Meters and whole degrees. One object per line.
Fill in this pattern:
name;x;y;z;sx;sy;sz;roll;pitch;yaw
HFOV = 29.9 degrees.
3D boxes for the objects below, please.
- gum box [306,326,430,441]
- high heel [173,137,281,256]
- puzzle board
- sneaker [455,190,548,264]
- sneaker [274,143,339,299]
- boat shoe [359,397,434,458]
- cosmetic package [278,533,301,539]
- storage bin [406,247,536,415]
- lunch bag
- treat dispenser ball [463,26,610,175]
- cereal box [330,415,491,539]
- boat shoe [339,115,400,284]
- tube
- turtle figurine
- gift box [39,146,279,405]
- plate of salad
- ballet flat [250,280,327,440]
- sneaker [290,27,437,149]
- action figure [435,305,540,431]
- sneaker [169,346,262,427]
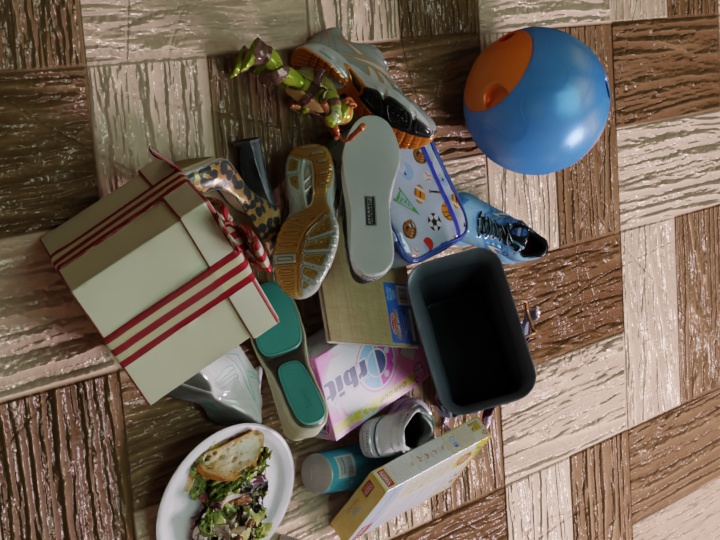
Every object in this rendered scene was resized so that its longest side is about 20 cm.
gum box;0.000;0.119;1.725;0.200;0.066;0.114;-30;114;-40
high heel;-0.165;-0.061;1.535;0.200;0.071;0.143;-27;111;-47
puzzle board;0.000;0.000;1.692;0.150;0.017;0.201;7;65;-41
sneaker;0.193;-0.061;1.890;0.200;0.090;0.079;18;81;-44
sneaker;-0.054;-0.048;1.602;0.088;0.075;0.201;71;23;-61
boat shoe;0.066;0.212;1.759;0.200;0.066;0.074;-18;104;-66
cosmetic package;-0.045;0.421;1.720;0.200;0.051;0.083;45;64;-38
storage bin;0.149;0.087;1.733;0.134;0.145;0.201;77;-3;-75
lunch bag;0.050;-0.109;1.720;0.160;0.075;0.201;-26;94;-41
treat dispenser ball;0.240;-0.232;1.842;0.200;0.200;0.202;-6;98;-45
cereal box;0.066;0.274;1.759;0.200;0.144;0.040;-20;64;-39
boat shoe;0.004;-0.084;1.612;0.070;0.064;0.201;6;77;-13
tube;0.003;0.255;1.759;0.200;0.050;0.078;2;100;-54
turtle figurine;-0.064;-0.211;1.563;0.161;0.200;0.065;29;93;-19
gift box;-0.203;-0.007;1.384;0.186;0.185;0.200;-33;126;-10
plate of salad;-0.150;0.275;1.576;0.200;0.048;0.201;-21;122;-37
ballet flat;-0.092;0.112;1.615;0.069;0.069;0.201;9;56;-46
sneaker;0.018;-0.233;1.651;0.200;0.076;0.092;36;53;0
action figure;0.185;0.119;1.874;0.149;0.133;0.200;69;37;-46
sneaker;-0.175;0.115;1.548;0.200;0.070;0.081;46;45;-53
